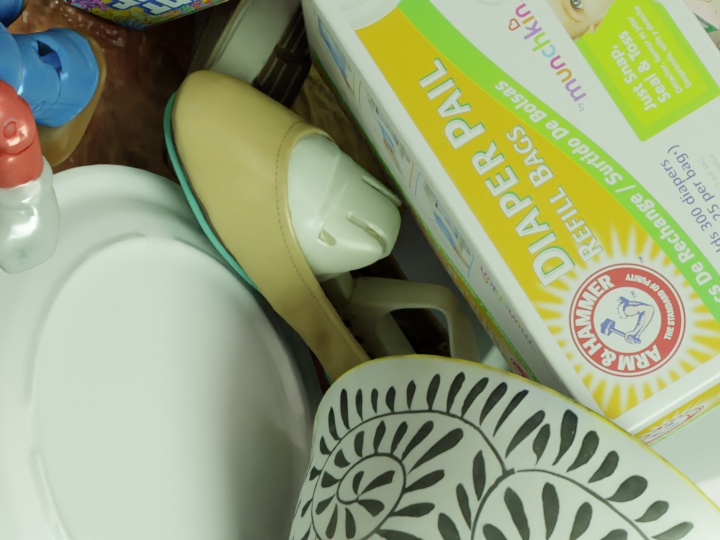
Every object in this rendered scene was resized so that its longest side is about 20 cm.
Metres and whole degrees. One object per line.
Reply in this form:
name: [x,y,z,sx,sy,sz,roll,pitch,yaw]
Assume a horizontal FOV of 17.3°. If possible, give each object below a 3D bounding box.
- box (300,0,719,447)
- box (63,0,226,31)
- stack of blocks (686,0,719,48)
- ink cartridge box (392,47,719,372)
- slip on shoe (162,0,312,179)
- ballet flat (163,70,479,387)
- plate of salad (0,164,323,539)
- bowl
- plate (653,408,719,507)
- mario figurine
box: [0.076,-0.038,0.841,0.112,0.101,0.200,-32,78,-5]
box: [-0.104,-0.219,0.840,0.193,0.122,0.200,20,66,-44]
stack of blocks: [0.105,-0.123,1.045,0.200,0.115,0.059,28,61,-40]
ink cartridge box: [0.130,-0.019,1.013,0.200,0.147,0.083,12,32,-44]
slip on shoe: [-0.040,-0.122,0.934,0.061,0.076,0.200,22,68,8]
ballet flat: [0.000,0.000,0.879,0.200,0.063,0.069,58,38,-34]
plate of salad: [-0.080,0.062,0.843,0.200,0.048,0.200,21,62,-47]
bowl: [0.042,0.133,0.812,0.094,0.201,0.201,-49,116,-33]
plate: [0.153,0.036,0.993,0.200,0.200,0.032,-18,49,-20]
mario figurine: [-0.156,-0.058,0.737,0.200,0.123,0.106,-18,118,-77]
